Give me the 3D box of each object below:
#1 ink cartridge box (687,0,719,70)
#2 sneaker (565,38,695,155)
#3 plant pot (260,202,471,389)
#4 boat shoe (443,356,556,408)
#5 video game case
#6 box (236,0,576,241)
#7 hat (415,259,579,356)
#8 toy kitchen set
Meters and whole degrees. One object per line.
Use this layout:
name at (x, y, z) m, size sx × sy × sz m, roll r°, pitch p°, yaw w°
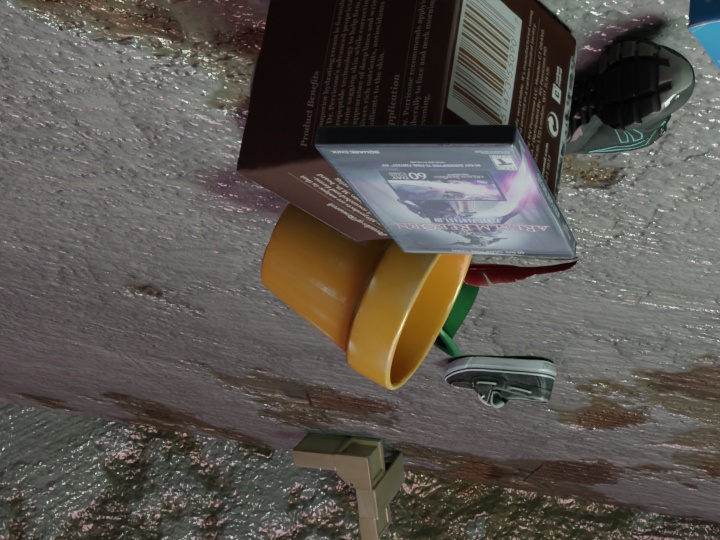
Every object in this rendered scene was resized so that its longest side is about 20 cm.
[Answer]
ink cartridge box at (0.313, -0.185, 0.792) m, size 0.199 × 0.148 × 0.145 m, roll -2°, pitch 159°, yaw 34°
sneaker at (0.224, -0.140, 1.136) m, size 0.079 × 0.076 × 0.200 m, roll 4°, pitch 173°, yaw -20°
plant pot at (0.000, 0.000, 1.502) m, size 0.183 × 0.201 × 0.200 m, roll 26°, pitch 167°, yaw 15°
boat shoe at (0.205, 0.173, 2.098) m, size 0.200 × 0.071 × 0.072 m, roll -6°, pitch 156°, yaw 43°
video game case at (0.068, -0.054, 1.002) m, size 0.142 × 0.019 × 0.200 m, roll 2°, pitch 159°, yaw 22°
box at (0.039, -0.131, 1.082) m, size 0.200 × 0.167 × 0.164 m, roll -4°, pitch 158°, yaw 39°
hat at (0.120, -0.008, 1.675) m, size 0.200 × 0.176 × 0.166 m, roll 43°, pitch 174°, yaw 1°
toy kitchen set at (-0.018, 0.441, 2.939) m, size 0.180 × 0.201 × 0.163 m, roll 2°, pitch -158°, yaw 24°
